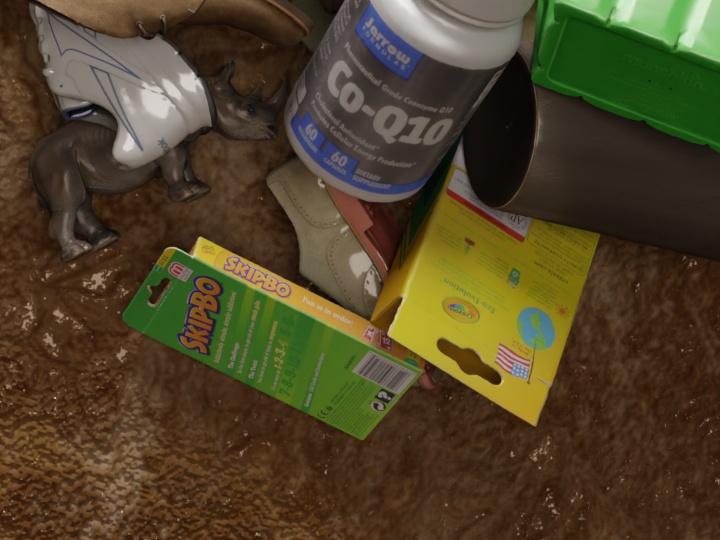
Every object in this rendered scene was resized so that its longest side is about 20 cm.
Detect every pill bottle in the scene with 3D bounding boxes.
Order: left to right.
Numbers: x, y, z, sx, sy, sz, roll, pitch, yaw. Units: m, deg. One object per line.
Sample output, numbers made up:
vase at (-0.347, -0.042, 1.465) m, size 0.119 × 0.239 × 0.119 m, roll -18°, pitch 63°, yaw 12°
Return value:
pill bottle at (0.037, -0.148, 1.269) m, size 0.114 × 0.114 × 0.200 m, roll 23°, pitch 134°, yaw -12°

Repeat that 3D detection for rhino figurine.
rhino figurine at (-0.138, -0.088, 1.342) m, size 0.200 × 0.060 × 0.088 m, roll -29°, pitch 90°, yaw -10°

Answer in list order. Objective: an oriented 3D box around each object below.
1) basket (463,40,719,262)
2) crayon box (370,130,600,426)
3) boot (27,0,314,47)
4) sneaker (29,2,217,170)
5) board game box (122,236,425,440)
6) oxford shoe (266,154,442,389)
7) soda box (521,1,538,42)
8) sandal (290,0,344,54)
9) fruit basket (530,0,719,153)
basket at (0.184, -0.093, 1.341) m, size 0.199 × 0.136 × 0.181 m, roll 1°, pitch 80°, yaw -23°
crayon box at (0.088, 0.007, 1.348) m, size 0.127 × 0.051 × 0.200 m, roll 32°, pitch 53°, yaw -12°
boot at (-0.129, -0.175, 1.249) m, size 0.200 × 0.074 × 0.076 m, roll 20°, pitch 85°, yaw -15°
sneaker at (-0.186, -0.154, 1.295) m, size 0.087 × 0.075 × 0.200 m, roll -40°, pitch 77°, yaw -8°
board game box at (-0.062, 0.047, 1.360) m, size 0.200 × 0.030 × 0.096 m, roll 25°, pitch 135°, yaw -14°
oxford shoe at (0.000, 0.000, 1.386) m, size 0.074 × 0.071 × 0.200 m, roll -18°, pitch 106°, yaw 23°
soda box at (0.179, -0.214, 1.386) m, size 0.200 × 0.064 × 0.068 m, roll -23°, pitch 99°, yaw -7°
sandal at (-0.009, -0.221, 1.304) m, size 0.080 × 0.201 × 0.057 m, roll 37°, pitch 49°, yaw 11°
fruit basket at (0.220, -0.189, 1.260) m, size 0.215 × 0.156 × 0.216 m, roll 3°, pitch 62°, yaw -5°
